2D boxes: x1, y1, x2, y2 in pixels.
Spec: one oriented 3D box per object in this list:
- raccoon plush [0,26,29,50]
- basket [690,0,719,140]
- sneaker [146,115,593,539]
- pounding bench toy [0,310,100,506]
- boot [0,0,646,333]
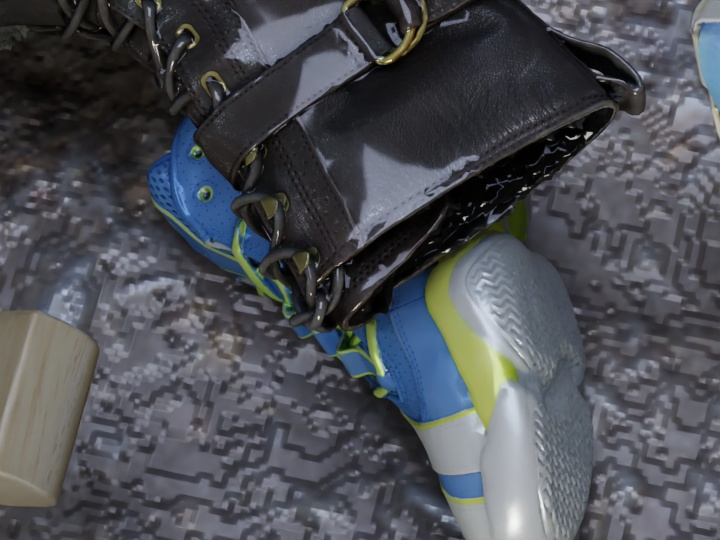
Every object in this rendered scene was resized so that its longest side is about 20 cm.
[{"bbox_3d":[-0.038,-0.109,0.843,0.200,0.097,0.134,17,76,12],"label":"raccoon plush"},{"bbox_3d":[0.195,-0.029,0.735,0.200,0.177,0.139,4,45,22],"label":"basket"},{"bbox_3d":[0.000,0.000,0.805,0.105,0.076,0.200,-18,62,15],"label":"sneaker"},{"bbox_3d":[-0.184,0.017,0.772,0.200,0.156,0.124,29,67,-16],"label":"pounding bench toy"},{"bbox_3d":[-0.047,-0.057,0.751,0.200,0.069,0.174,-30,72,-3],"label":"boot"}]
